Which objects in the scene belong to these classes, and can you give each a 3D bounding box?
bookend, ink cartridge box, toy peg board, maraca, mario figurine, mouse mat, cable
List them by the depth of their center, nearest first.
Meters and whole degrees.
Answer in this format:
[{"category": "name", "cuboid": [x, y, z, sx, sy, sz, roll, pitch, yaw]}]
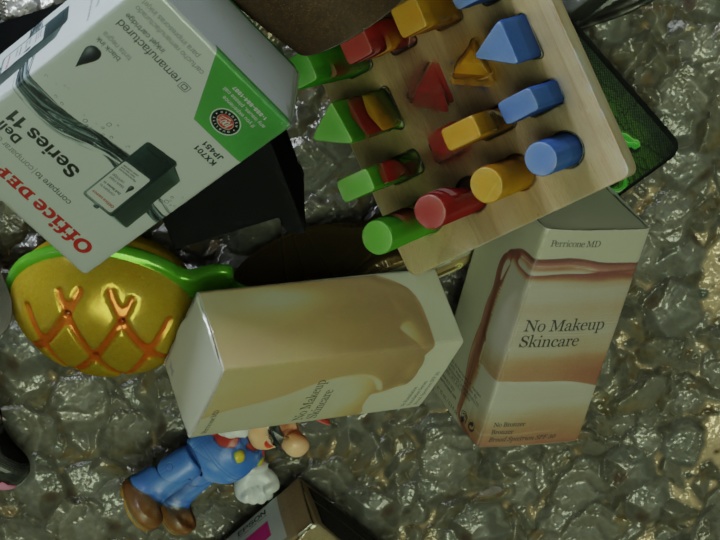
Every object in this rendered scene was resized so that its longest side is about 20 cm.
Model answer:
[{"category": "ink cartridge box", "cuboid": [-0.164, -0.112, 1.309, 0.200, 0.083, 0.147, -34, 118, 24]}, {"category": "toy peg board", "cuboid": [0.058, -0.114, 1.366, 0.199, 0.098, 0.200, -25, 90, 32]}, {"category": "bookend", "cuboid": [-0.164, -0.104, 1.425, 0.198, 0.092, 0.200, -17, 120, 8]}, {"category": "cable", "cuboid": [0.149, -0.200, 1.456, 0.200, 0.050, 0.097, -34, 151, 24]}, {"category": "maraca", "cuboid": [-0.173, 0.027, 1.465, 0.200, 0.107, 0.137, 5, 144, 1]}, {"category": "mouse mat", "cuboid": [0.133, -0.107, 1.477, 0.161, 0.008, 0.200, -37, 125, 16]}, {"category": "mario figurine", "cuboid": [-0.093, 0.148, 1.530, 0.200, 0.123, 0.106, -42, 99, 15]}, {"category": "ink cartridge box", "cuboid": [-0.065, 0.295, 1.608, 0.200, 0.075, 0.165, -40, 119, 10]}]

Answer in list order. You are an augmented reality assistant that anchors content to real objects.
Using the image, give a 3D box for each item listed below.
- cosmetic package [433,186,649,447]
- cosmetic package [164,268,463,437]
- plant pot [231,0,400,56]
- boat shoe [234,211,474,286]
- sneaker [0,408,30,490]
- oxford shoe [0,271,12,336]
[{"category": "cosmetic package", "cuboid": [0.139, 0.032, 1.499, 0.103, 0.087, 0.200, -2, 121, -26]}, {"category": "cosmetic package", "cuboid": [-0.036, 0.061, 1.442, 0.200, 0.071, 0.105, -7, 149, -25]}, {"category": "plant pot", "cuboid": [-0.057, -0.255, 1.314, 0.187, 0.187, 0.200, -30, 110, 7]}, {"category": "boat shoe", "cuboid": [0.000, 0.000, 1.501, 0.200, 0.074, 0.066, -16, 145, 3]}, {"category": "sneaker", "cuboid": [-0.314, 0.087, 1.506, 0.095, 0.079, 0.200, -39, 114, -3]}, {"category": "oxford shoe", "cuboid": [-0.315, -0.044, 1.449, 0.071, 0.071, 0.200, -12, 97, -15]}]
